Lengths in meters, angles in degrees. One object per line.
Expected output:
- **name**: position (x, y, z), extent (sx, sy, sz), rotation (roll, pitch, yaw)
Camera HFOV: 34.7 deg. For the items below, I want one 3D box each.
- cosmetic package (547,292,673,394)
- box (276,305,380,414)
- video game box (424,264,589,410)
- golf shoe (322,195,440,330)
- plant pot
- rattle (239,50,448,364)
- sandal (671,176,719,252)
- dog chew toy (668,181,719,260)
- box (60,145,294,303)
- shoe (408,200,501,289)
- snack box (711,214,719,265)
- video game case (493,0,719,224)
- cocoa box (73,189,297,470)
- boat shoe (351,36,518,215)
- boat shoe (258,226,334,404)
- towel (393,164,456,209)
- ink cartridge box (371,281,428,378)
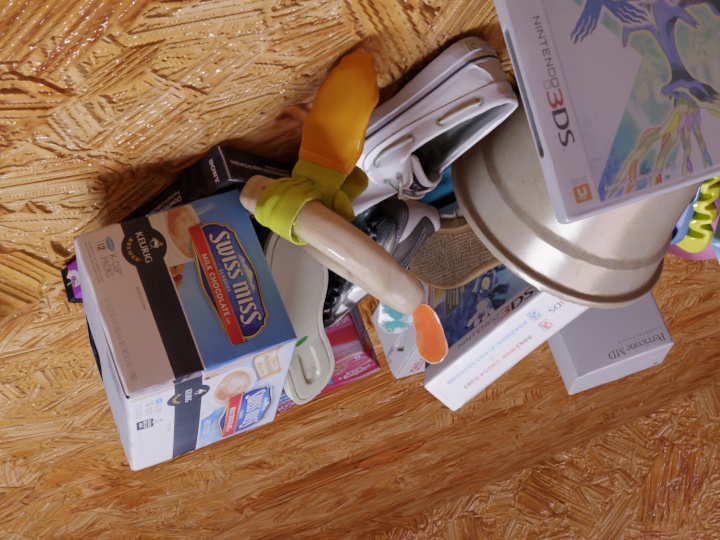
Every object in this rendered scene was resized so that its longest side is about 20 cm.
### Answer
- **cosmetic package**: position (0.226, 0.011, 1.171), extent (0.107, 0.202, 0.085), rotation (-21, 161, -2)
- **box**: position (-0.092, 0.087, 1.195), extent (0.198, 0.101, 0.096), rotation (-23, 160, 6)
- **video game box**: position (0.135, 0.006, 1.050), extent (0.047, 0.201, 0.182), rotation (40, 118, -20)
- **golf shoe**: position (0.000, 0.000, 1.041), extent (0.094, 0.078, 0.200), rotation (-5, 157, -36)
- **plant pot**: position (0.198, -0.107, 0.897), extent (0.199, 0.202, 0.184), rotation (-7, 144, -34)
- **rattle**: position (0.019, -0.040, 0.860), extent (0.199, 0.144, 0.130), rotation (33, 159, -25)
- **sandal**: position (0.276, -0.104, 1.017), extent (0.086, 0.080, 0.202), rotation (-2, 119, -5)
- **dog chew toy**: position (0.321, -0.083, 1.156), extent (0.124, 0.126, 0.199), rotation (-33, 150, 30)
- **box**: position (-0.131, -0.028, 0.955), extent (0.199, 0.036, 0.142), rotation (-31, 158, 29)
- **shoe**: position (0.102, -0.029, 1.035), extent (0.053, 0.070, 0.199), rotation (-34, -169, -30)
- **snack box**: position (0.379, -0.102, 1.078), extent (0.037, 0.202, 0.116), rotation (17, 174, 25)
- **video game case**: position (0.199, -0.147, 0.775), extent (0.198, 0.184, 0.022), rotation (-17, -178, -11)
- **cocoa box**: position (-0.138, 0.052, 0.902), extent (0.130, 0.134, 0.200), rotation (-17, 160, -17)
- **boat shoe**: position (0.033, -0.088, 0.874), extent (0.200, 0.067, 0.073), rotation (-44, 152, 28)
- **boat shoe**: position (-0.069, 0.029, 0.982), extent (0.072, 0.067, 0.201), rotation (-32, 141, -27)
- **towel**: position (0.016, -0.046, 1.082), extent (0.198, 0.022, 0.147), rotation (-21, 160, 4)
- **ink cartridge box**: position (0.127, 0.039, 1.313), extent (0.198, 0.088, 0.146), rotation (-16, 159, -19)
